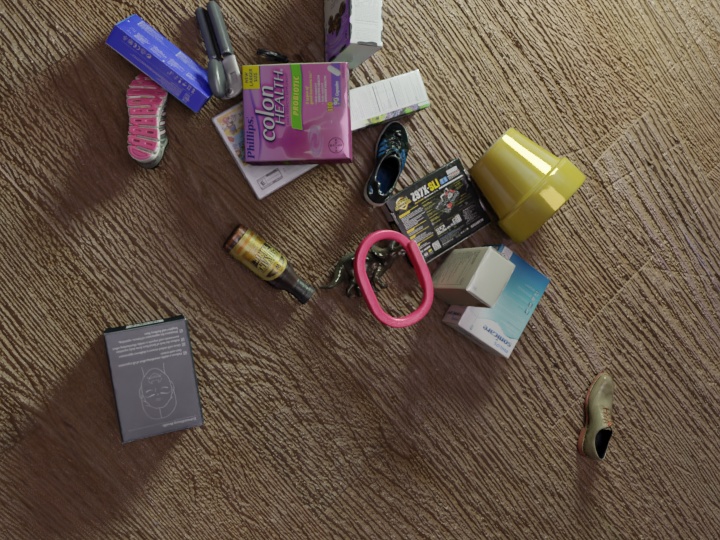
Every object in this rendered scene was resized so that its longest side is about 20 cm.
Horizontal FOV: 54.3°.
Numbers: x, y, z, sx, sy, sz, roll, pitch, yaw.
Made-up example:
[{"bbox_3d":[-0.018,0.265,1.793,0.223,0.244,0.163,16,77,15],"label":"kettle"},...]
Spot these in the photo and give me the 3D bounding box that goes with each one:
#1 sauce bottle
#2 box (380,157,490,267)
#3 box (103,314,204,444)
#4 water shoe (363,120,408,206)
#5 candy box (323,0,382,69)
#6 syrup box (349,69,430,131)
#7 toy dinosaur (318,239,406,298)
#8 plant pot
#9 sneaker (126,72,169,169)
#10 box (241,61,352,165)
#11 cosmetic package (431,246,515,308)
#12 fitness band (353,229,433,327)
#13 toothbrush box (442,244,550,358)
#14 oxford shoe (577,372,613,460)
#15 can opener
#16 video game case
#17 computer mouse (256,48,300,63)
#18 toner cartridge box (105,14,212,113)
[{"bbox_3d":[-0.176,-0.009,1.385,0.199,0.066,0.066,37,80,-15],"label":"sauce bottle"},{"bbox_3d":[0.161,-0.123,1.501,0.199,0.049,0.161,-32,97,-15],"label":"box"},{"bbox_3d":[-0.382,0.196,1.299,0.147,0.107,0.202,-9,93,-18],"label":"box"},{"bbox_3d":[0.067,-0.225,1.436,0.071,0.079,0.202,22,69,-16],"label":"water shoe"},{"bbox_3d":[-0.017,-0.518,1.375,0.071,0.168,0.203,-1,90,-19],"label":"candy box"},{"bbox_3d":[0.032,-0.341,1.440,0.198,0.079,0.082,-22,98,-16],"label":"syrup box"},{"bbox_3d":[0.000,0.000,1.448,0.198,0.077,0.103,-14,83,-13],"label":"toy dinosaur"},{"bbox_3d":[0.341,-0.192,1.491,0.201,0.201,0.189,-43,87,-13],"label":"plant pot"},{"bbox_3d":[-0.395,-0.276,1.311,0.073,0.088,0.202,0,68,-8],"label":"sneaker"},{"bbox_3d":[-0.117,-0.293,1.328,0.198,0.097,0.178,-1,94,3],"label":"box"},{"bbox_3d":[0.221,0.014,1.442,0.071,0.200,0.106,34,81,-15],"label":"cosmetic package"},{"bbox_3d":[0.066,0.016,1.415,0.143,0.037,0.202,-25,99,-12],"label":"fitness band"},{"bbox_3d":[0.295,0.066,1.526,0.146,0.085,0.201,32,81,-16],"label":"toothbrush box"},{"bbox_3d":[0.562,0.339,1.621,0.070,0.075,0.202,11,87,-17],"label":"oxford shoe"},{"bbox_3d":[-0.269,-0.417,1.325,0.052,0.066,0.202,-20,76,14],"label":"can opener"},{"bbox_3d":[-0.167,-0.270,1.407,0.199,0.023,0.183,-33,100,-14],"label":"video game case"},{"bbox_3d":[-0.115,-0.398,1.397,0.198,0.059,0.034,13,110,-25],"label":"computer mouse"},{"bbox_3d":[-0.362,-0.384,1.303,0.199,0.095,0.043,37,117,-14],"label":"toner cartridge box"}]
